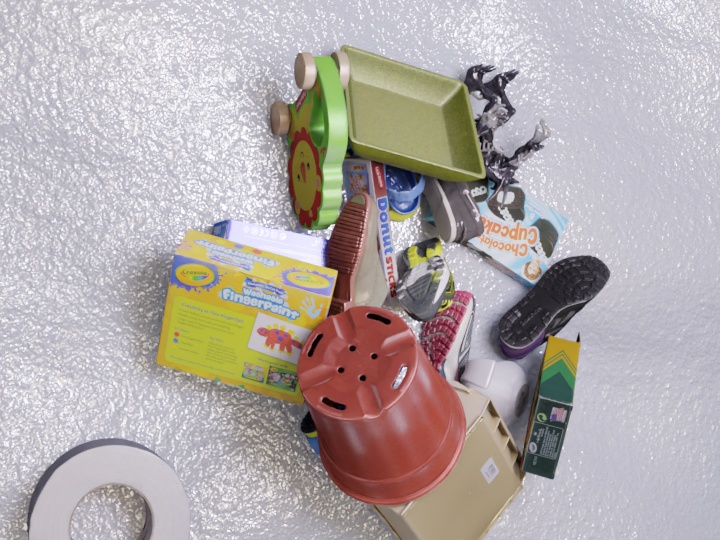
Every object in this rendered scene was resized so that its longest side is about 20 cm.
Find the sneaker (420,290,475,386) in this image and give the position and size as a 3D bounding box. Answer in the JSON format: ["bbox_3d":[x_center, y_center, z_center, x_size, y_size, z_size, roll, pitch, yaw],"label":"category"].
[{"bbox_3d":[0.128,0.128,1.424,0.074,0.080,0.203,13,91,-34],"label":"sneaker"}]

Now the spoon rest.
[{"bbox_3d":[0.190,0.165,1.413,0.200,0.060,0.100,41,67,-58],"label":"spoon rest"}]

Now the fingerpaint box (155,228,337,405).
[{"bbox_3d":[-0.144,0.059,1.255,0.197,0.074,0.169,15,118,0],"label":"fingerpaint box"}]

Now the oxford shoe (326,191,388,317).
[{"bbox_3d":[0.000,0.000,1.288,0.073,0.071,0.203,3,102,-35],"label":"oxford shoe"}]

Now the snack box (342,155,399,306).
[{"bbox_3d":[0.014,-0.055,1.364,0.024,0.072,0.203,-16,106,-32],"label":"snack box"}]

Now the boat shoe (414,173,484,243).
[{"bbox_3d":[0.120,-0.127,1.407,0.056,0.067,0.202,-6,63,-20],"label":"boat shoe"}]

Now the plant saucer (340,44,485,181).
[{"bbox_3d":[0.061,-0.202,1.348,0.197,0.048,0.202,13,46,-20],"label":"plant saucer"}]

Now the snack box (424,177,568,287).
[{"bbox_3d":[0.204,-0.074,1.475,0.199,0.037,0.117,31,78,-17],"label":"snack box"}]

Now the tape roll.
[{"bbox_3d":[-0.316,0.317,1.254,0.198,0.066,0.203,1,87,-21],"label":"tape roll"}]

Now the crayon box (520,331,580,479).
[{"bbox_3d":[0.272,0.183,1.415,0.050,0.200,0.129,13,118,10],"label":"crayon box"}]

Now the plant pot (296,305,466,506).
[{"bbox_3d":[0.017,0.155,1.217,0.201,0.200,0.196,-45,146,-16],"label":"plant pot"}]

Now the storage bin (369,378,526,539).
[{"bbox_3d":[0.118,0.282,1.353,0.199,0.093,0.201,-48,135,-16],"label":"storage bin"}]

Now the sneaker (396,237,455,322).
[{"bbox_3d":[0.102,0.024,1.363,0.074,0.201,0.085,-22,111,17],"label":"sneaker"}]

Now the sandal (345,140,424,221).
[{"bbox_3d":[0.029,-0.163,1.389,0.079,0.087,0.201,-41,100,-15],"label":"sandal"}]

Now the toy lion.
[{"bbox_3d":[-0.058,-0.157,1.303,0.068,0.200,0.194,-5,71,-22],"label":"toy lion"}]

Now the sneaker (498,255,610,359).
[{"bbox_3d":[0.283,0.055,1.479,0.199,0.088,0.076,-35,64,-10],"label":"sneaker"}]

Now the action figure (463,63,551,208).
[{"bbox_3d":[0.201,-0.198,1.419,0.118,0.102,0.203,10,64,-39],"label":"action figure"}]

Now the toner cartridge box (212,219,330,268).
[{"bbox_3d":[-0.095,-0.027,1.332,0.197,0.095,0.044,11,84,-19],"label":"toner cartridge box"}]

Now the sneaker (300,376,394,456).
[{"bbox_3d":[0.006,0.179,1.383,0.200,0.066,0.079,-45,114,-15],"label":"sneaker"}]
